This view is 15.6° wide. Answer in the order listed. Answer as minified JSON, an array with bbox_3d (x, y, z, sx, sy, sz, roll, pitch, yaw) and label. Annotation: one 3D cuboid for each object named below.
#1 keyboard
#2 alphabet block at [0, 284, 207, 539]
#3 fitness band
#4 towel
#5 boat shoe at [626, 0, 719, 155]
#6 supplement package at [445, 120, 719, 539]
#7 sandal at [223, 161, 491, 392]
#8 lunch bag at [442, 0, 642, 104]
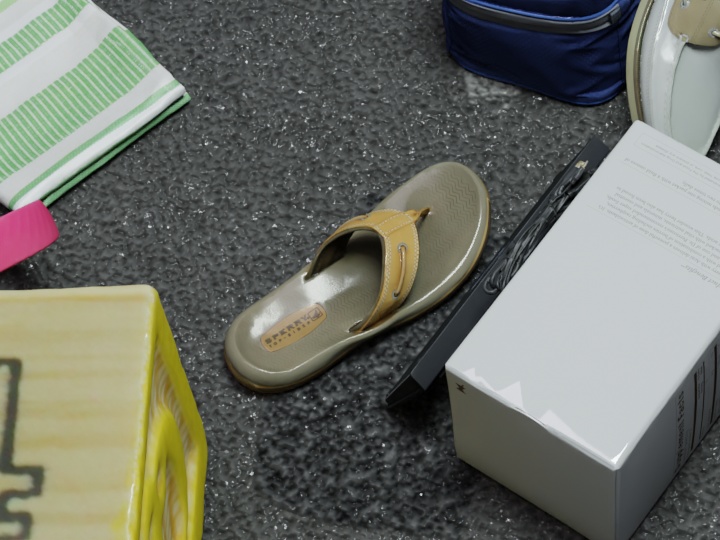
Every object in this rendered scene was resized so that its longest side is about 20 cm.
[{"bbox_3d":[0.090,-0.003,1.576,0.021,0.127,0.200,38,69,0],"label":"keyboard"},{"bbox_3d":[-0.201,0.138,1.482,0.199,0.196,0.197,-2,60,5],"label":"alphabet block"},{"bbox_3d":[-0.275,0.016,1.597,0.200,0.144,0.038,-30,91,-12],"label":"fitness band"},{"bbox_3d":[-0.229,-0.134,1.752,0.152,0.023,0.200,-39,62,-15],"label":"towel"},{"bbox_3d":[0.220,-0.161,1.638,0.068,0.075,0.201,7,87,47],"label":"boat shoe"},{"bbox_3d":[0.155,0.039,1.537,0.121,0.120,0.200,31,67,21],"label":"supplement package"},{"bbox_3d":[0.000,0.000,1.620,0.200,0.054,0.080,-35,61,-14],"label":"sandal"},{"bbox_3d":[0.136,-0.227,1.696,0.135,0.132,0.201,16,63,17],"label":"lunch bag"}]
